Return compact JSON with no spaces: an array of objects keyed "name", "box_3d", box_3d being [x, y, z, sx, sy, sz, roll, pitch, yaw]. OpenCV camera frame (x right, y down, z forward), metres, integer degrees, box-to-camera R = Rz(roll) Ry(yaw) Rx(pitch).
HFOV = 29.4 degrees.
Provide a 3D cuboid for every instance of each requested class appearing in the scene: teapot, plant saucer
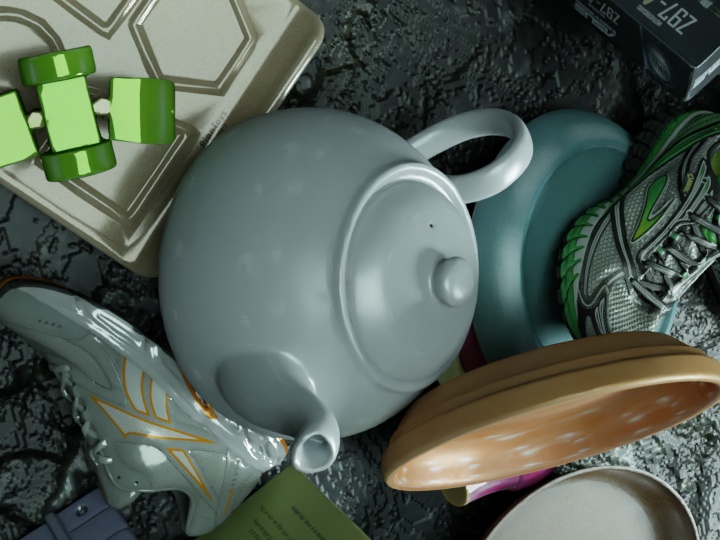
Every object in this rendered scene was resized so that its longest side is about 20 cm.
[{"name":"teapot","box_3d":[0.000,0.000,0.745,0.197,0.145,0.201,5,86,-50]},{"name":"plant saucer","box_3d":[0.142,0.220,0.929,0.199,0.032,0.202,-8,110,-24]},{"name":"plant saucer","box_3d":[0.105,0.078,0.770,0.199,0.200,0.038,-8,70,-21]},{"name":"plant saucer","box_3d":[0.146,-0.003,0.874,0.199,0.027,0.202,-1,92,-40]}]

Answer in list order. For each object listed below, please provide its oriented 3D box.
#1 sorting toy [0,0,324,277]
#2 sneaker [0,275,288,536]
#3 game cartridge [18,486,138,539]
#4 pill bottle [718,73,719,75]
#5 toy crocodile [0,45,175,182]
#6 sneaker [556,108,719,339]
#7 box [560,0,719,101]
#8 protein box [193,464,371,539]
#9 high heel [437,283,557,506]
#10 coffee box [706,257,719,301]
[{"name":"sorting toy","box_3d":[-0.146,-0.123,0.769,0.200,0.036,0.186,35,84,-19]},{"name":"sneaker","box_3d":[-0.136,0.082,0.779,0.200,0.076,0.092,39,80,-22]},{"name":"game cartridge","box_3d":[-0.199,0.215,0.748,0.199,0.130,0.039,-32,129,-15]},{"name":"pill bottle","box_3d":[0.300,-0.211,0.891,0.199,0.114,0.114,-30,108,-15]},{"name":"toy crocodile","box_3d":[-0.192,-0.072,0.714,0.199,0.062,0.068,-14,101,-11]},{"name":"sneaker","box_3d":[0.187,-0.025,0.836,0.078,0.085,0.201,46,64,-31]},{"name":"box","box_3d":[0.175,-0.220,0.814,0.160,0.044,0.200,-43,72,-11]},{"name":"protein box","box_3d":[-0.049,0.252,0.771,0.200,0.198,0.135,-37,117,-13]},{"name":"high heel","box_3d":[0.085,0.046,0.876,0.096,0.067,0.201,-16,99,-33]},{"name":"coffee box","box_3d":[0.335,-0.047,0.950,0.199,0.080,0.113,-34,111,-14]}]
